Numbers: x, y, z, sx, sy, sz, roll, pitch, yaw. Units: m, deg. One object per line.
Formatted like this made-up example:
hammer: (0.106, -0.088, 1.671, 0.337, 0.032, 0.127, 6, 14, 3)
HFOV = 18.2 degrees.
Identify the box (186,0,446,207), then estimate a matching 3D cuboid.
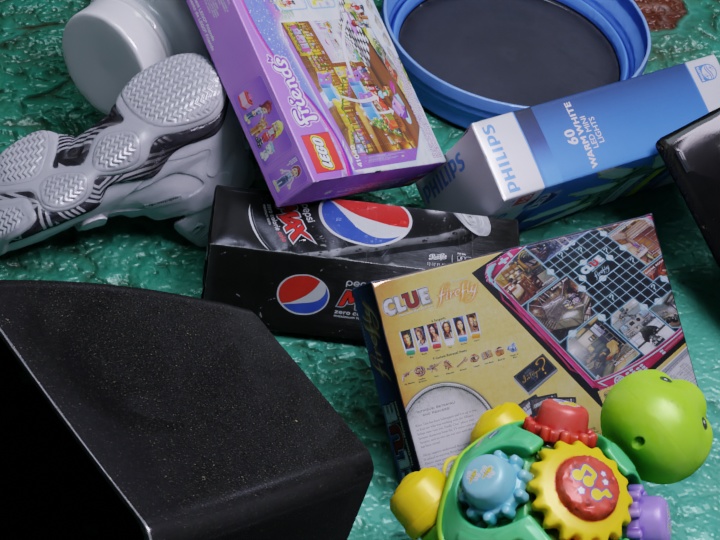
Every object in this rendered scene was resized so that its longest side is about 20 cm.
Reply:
box: (-0.037, -0.144, 1.450, 0.137, 0.039, 0.201, -11, 73, -50)

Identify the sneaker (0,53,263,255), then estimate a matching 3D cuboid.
sneaker: (-0.154, -0.050, 1.462, 0.199, 0.115, 0.075, -31, 48, 7)

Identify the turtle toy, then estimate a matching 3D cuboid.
turtle toy: (0.122, 0.129, 1.277, 0.146, 0.101, 0.200, 48, 53, 7)

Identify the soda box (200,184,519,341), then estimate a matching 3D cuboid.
soda box: (0.000, 0.000, 1.437, 0.199, 0.071, 0.063, 7, 39, -5)

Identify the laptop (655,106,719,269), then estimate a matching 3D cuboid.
laptop: (0.320, -0.042, 1.519, 0.199, 0.116, 0.188, -27, 86, -4)

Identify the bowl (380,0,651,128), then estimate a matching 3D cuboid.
bowl: (0.112, -0.170, 1.658, 0.199, 0.039, 0.201, 5, 44, -5)

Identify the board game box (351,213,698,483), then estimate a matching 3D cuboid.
board game box: (0.105, 0.052, 1.376, 0.199, 0.035, 0.136, -13, 87, -23)

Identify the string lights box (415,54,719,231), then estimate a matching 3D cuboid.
string lights box: (0.148, -0.079, 1.517, 0.199, 0.103, 0.059, -18, 77, -26)

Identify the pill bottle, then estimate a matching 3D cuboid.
pill bottle: (-0.108, -0.180, 1.534, 0.109, 0.110, 0.200, 33, 46, 22)

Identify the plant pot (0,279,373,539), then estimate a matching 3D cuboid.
plant pot: (-0.113, 0.125, 1.212, 0.177, 0.200, 0.200, -13, 47, -38)
